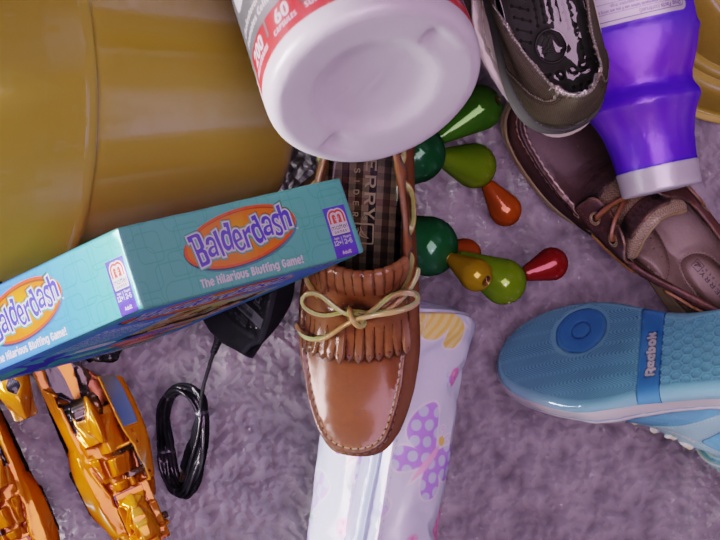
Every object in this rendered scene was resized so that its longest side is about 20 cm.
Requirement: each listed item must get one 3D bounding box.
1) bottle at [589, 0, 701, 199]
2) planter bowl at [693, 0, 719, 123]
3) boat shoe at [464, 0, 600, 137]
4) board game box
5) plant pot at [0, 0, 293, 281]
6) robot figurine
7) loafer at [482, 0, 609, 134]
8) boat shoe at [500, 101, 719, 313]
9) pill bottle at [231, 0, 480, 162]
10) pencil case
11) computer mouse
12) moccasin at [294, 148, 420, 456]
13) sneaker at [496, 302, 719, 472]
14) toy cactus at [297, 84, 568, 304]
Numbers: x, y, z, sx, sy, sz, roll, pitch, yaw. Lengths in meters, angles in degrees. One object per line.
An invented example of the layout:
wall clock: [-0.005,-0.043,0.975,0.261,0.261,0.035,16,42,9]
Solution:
bottle: [0.149,-0.143,1.432,0.083,0.065,0.201,-13,89,7]
planter bowl: [0.237,-0.185,1.481,0.199,0.083,0.202,0,93,-8]
boat shoe: [0.074,-0.167,1.400,0.072,0.060,0.201,-26,94,-9]
board game box: [-0.119,0.010,1.340,0.152,0.200,0.045,-14,85,-43]
plant pot: [-0.143,-0.096,1.393,0.188,0.201,0.202,-1,93,-23]
robot figurine: [-0.190,0.079,1.451,0.144,0.058,0.201,-25,95,-8]
loafer: [0.089,-0.172,1.336,0.075,0.070,0.201,-22,93,-10]
boat shoe: [0.165,-0.035,1.484,0.072,0.072,0.200,-44,97,-3]
pill bottle: [-0.017,-0.164,1.330,0.113,0.114,0.201,-14,51,-6]
pencil case: [0.014,0.112,1.463,0.083,0.091,0.201,8,92,-7]
computer mouse: [-0.074,0.047,1.439,0.059,0.034,0.201,44,129,29]
moccasin: [0.002,0.000,1.375,0.073,0.078,0.203,9,96,8]
sneaker: [0.186,0.083,1.492,0.199,0.131,0.080,1,55,25]
toy cactus: [0.019,-0.051,1.447,0.165,0.102,0.201,-32,104,-12]
